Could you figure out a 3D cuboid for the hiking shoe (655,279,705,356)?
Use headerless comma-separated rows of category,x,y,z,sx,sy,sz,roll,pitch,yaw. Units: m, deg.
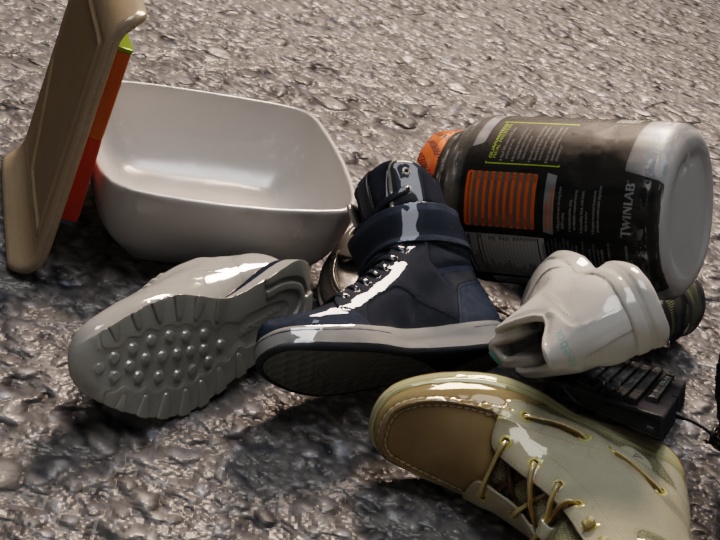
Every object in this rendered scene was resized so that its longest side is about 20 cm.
hiking shoe,0.169,-0.004,1.007,0.198,0.077,0.100,28,26,22

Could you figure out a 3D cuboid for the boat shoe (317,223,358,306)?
boat shoe,0.016,-0.023,0.982,0.066,0.058,0.200,19,27,8

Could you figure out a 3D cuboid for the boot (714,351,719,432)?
boot,0.279,0.087,0.785,0.076,0.203,0.168,-8,16,31

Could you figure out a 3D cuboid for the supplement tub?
supplement tub,0.143,-0.048,0.931,0.198,0.124,0.122,7,20,32

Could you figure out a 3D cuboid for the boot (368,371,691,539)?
boot,0.100,0.132,0.713,0.197,0.073,0.155,17,23,-6

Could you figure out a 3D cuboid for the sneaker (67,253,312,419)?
sneaker,-0.115,0.035,0.809,0.080,0.077,0.199,17,20,31

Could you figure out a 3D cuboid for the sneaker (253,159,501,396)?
sneaker,-0.001,0.001,0.847,0.201,0.077,0.148,0,64,-42

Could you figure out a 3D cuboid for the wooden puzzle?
wooden puzzle,-0.200,-0.120,0.908,0.037,0.201,0.186,18,23,-26

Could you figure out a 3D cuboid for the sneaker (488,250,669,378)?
sneaker,0.117,0.036,0.815,0.088,0.076,0.200,-27,-1,-8

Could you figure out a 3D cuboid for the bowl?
bowl,-0.112,-0.065,0.978,0.197,0.075,0.201,5,28,-18

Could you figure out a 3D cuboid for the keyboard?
keyboard,0.197,0.084,0.847,0.126,0.021,0.200,23,9,16
